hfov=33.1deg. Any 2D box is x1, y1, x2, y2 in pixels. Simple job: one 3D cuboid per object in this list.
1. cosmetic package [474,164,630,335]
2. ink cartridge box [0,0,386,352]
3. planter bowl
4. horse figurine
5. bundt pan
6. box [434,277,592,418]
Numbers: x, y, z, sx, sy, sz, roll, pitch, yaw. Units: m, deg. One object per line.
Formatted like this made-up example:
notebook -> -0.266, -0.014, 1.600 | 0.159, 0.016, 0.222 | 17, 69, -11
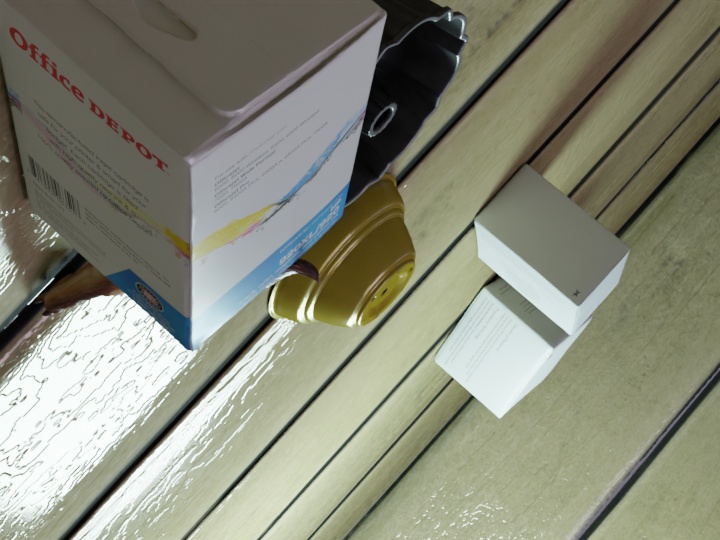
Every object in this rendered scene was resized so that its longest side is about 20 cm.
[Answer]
cosmetic package -> 0.285, -0.028, 1.824 | 0.123, 0.199, 0.200 | -47, 166, -5
ink cartridge box -> -0.095, -0.087, 0.682 | 0.145, 0.147, 0.200 | -42, 164, -26
planter bowl -> 0.000, 0.000, 1.300 | 0.200, 0.083, 0.200 | -46, 165, -16
horse figurine -> -0.122, -0.010, 0.811 | 0.133, 0.200, 0.050 | -43, 127, -32
bundt pan -> -0.010, -0.138, 0.940 | 0.202, 0.076, 0.202 | -46, 165, -16
box -> 0.287, 0.124, 2.266 | 0.199, 0.171, 0.200 | -28, 154, -54
